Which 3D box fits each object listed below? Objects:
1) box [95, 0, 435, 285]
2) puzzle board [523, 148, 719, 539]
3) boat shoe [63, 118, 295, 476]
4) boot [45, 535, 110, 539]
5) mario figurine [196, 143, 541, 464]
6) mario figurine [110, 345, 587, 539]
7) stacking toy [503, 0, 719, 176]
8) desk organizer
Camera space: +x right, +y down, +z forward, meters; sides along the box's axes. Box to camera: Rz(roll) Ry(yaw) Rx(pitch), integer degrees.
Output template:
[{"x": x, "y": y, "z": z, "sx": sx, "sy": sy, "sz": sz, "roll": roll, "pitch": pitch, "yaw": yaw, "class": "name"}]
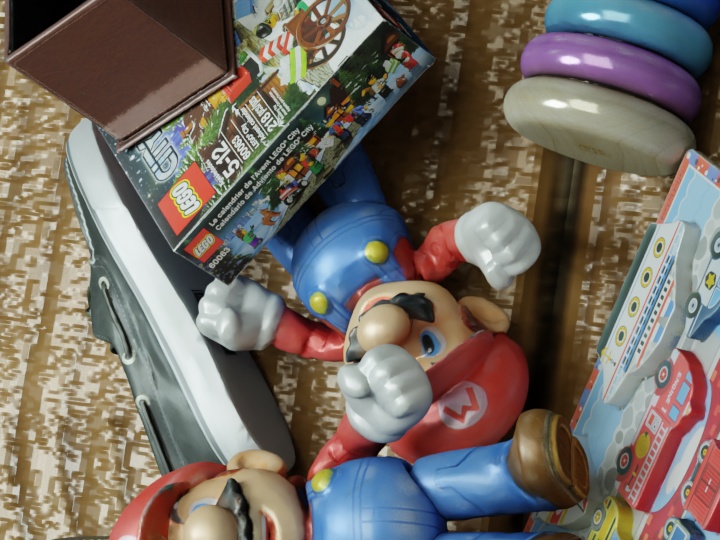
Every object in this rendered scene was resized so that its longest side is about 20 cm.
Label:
[{"x": -0.061, "y": -0.102, "z": 1.169, "sx": 0.137, "sy": 0.038, "sz": 0.200, "roll": -47, "pitch": 40, "yaw": 10, "class": "box"}, {"x": 0.124, "y": 0.065, "z": 1.038, "sx": 0.200, "sy": 0.017, "sz": 0.151, "roll": -68, "pitch": 26, "yaw": 14, "class": "puzzle board"}, {"x": -0.098, "y": 0.021, "z": 1.192, "sx": 0.057, "sy": 0.069, "sz": 0.200, "roll": -33, "pitch": 71, "yaw": 17, "class": "boat shoe"}, {"x": -0.108, "y": 0.165, "z": 1.150, "sx": 0.200, "sy": 0.097, "sz": 0.075, "roll": 11, "pitch": 95, "yaw": 27, "class": "boot"}, {"x": 0.000, "y": 0.000, "z": 1.125, "sx": 0.200, "sy": 0.106, "sz": 0.123, "roll": 53, "pitch": 138, "yaw": 31, "class": "mario figurine"}, {"x": -0.013, "y": 0.108, "z": 1.038, "sx": 0.200, "sy": 0.106, "sz": 0.123, "roll": -9, "pitch": 38, "yaw": 20, "class": "mario figurine"}, {"x": 0.128, "y": -0.146, "z": 1.112, "sx": 0.085, "sy": 0.085, "sz": 0.200, "roll": 14, "pitch": 83, "yaw": 26, "class": "stacking toy"}, {"x": -0.112, "y": -0.162, "z": 1.169, "sx": 0.072, "sy": 0.077, "sz": 0.200, "roll": -30, "pitch": 46, "yaw": 27, "class": "desk organizer"}]
